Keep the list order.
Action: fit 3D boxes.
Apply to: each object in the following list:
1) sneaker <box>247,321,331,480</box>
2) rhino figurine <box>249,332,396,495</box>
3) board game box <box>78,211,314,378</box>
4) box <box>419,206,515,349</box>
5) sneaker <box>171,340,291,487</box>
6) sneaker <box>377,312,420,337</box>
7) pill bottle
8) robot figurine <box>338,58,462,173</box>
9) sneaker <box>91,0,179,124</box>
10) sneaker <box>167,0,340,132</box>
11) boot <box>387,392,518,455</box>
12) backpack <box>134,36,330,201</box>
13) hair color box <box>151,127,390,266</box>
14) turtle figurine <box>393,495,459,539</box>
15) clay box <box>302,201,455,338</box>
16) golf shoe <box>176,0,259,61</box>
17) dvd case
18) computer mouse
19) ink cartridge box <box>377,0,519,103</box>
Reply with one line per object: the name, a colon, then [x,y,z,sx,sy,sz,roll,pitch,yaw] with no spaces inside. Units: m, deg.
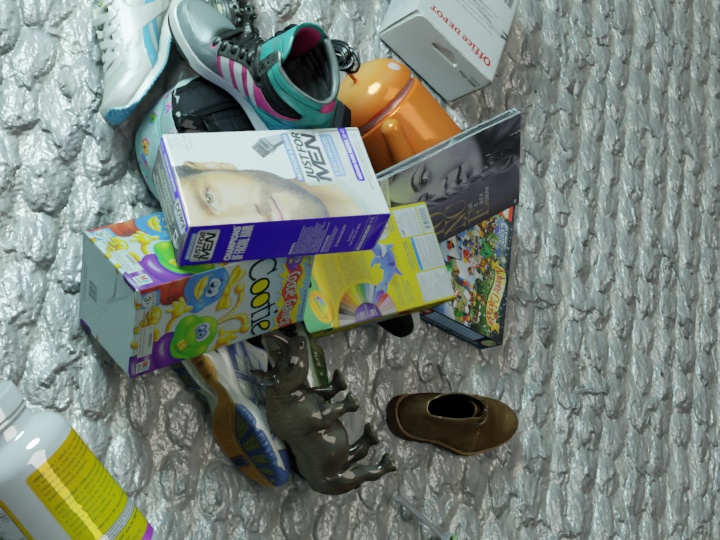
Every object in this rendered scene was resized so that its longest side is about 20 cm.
sneaker: [-0.051,0.126,1.359,0.088,0.077,0.201,-17,93,-61]
rhino figurine: [-0.046,0.141,1.260,0.087,0.060,0.201,-32,114,-5]
board game box: [-0.155,0.008,1.223,0.199,0.103,0.105,-18,134,-35]
box: [0.128,-0.019,1.586,0.136,0.038,0.201,26,60,-34]
sneaker: [-0.114,0.121,1.292,0.088,0.075,0.201,-38,104,-43]
sneaker: [-0.028,0.018,1.415,0.200,0.073,0.112,51,53,-9]
pill bottle: [-0.270,0.195,1.103,0.200,0.104,0.104,56,48,-15]
robot figurine: [0.045,-0.165,1.498,0.200,0.116,0.144,47,49,-17]
sneaker: [-0.238,-0.236,1.300,0.081,0.076,0.201,27,54,-24]
sneaker: [-0.094,-0.210,1.228,0.200,0.121,0.084,46,48,-1]
boot: [0.129,0.175,1.501,0.199,0.075,0.074,10,68,-42]
backpack: [-0.131,-0.136,1.325,0.199,0.126,0.168,-18,77,-43]
hair color box: [-0.084,-0.072,1.190,0.199,0.065,0.110,-6,57,-23]
turtle figurine: [0.156,0.343,1.425,0.193,0.143,0.201,3,78,-46]
clay box: [0.000,0.000,1.365,0.199,0.048,0.116,-12,81,-35]
golf shoe: [-0.165,-0.300,1.383,0.078,0.094,0.201,51,21,-35]
dvd case: [0.101,-0.092,1.476,0.199,0.149,0.016,-26,51,-17]
computer mouse: [-0.063,-0.172,1.420,0.046,0.140,0.201,-24,132,-35]
ink cartridge box: [0.121,-0.342,1.651,0.147,0.083,0.201,40,53,-26]
